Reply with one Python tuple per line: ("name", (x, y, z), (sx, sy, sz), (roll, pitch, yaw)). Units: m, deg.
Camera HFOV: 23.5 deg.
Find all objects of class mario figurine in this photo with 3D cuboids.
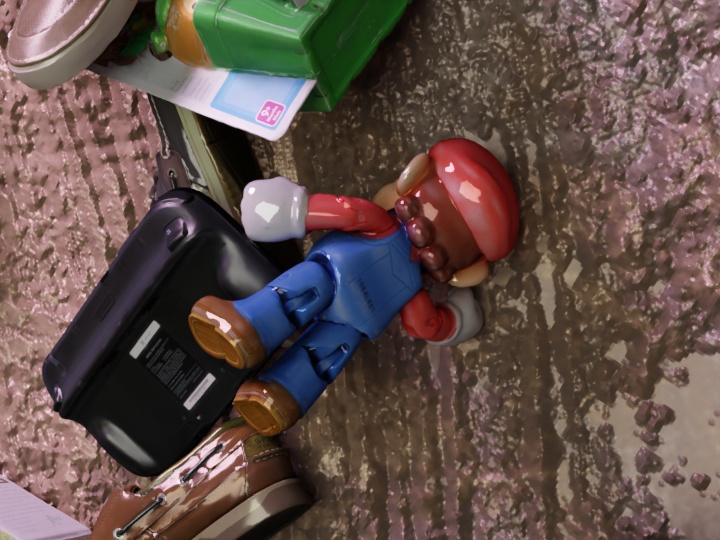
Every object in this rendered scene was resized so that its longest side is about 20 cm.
("mario figurine", (0.000, 0.000, 0.932), (0.200, 0.124, 0.106), (-37, 59, -24))

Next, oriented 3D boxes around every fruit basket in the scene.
("fruit basket", (-0.075, -0.173, 0.963), (0.200, 0.094, 0.185), (25, 66, 25))

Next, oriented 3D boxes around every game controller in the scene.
("game controller", (-0.112, 0.041, 0.996), (0.104, 0.042, 0.200), (38, 130, -4))

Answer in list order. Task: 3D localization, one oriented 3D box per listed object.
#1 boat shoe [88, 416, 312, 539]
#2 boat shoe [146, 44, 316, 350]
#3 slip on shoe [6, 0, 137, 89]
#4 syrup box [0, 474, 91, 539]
("boat shoe", (-0.123, 0.158, 1.024), (0.200, 0.072, 0.068), (-33, 73, 10))
("boat shoe", (-0.092, -0.041, 1.007), (0.066, 0.072, 0.201), (-27, 84, 16))
("slip on shoe", (-0.143, -0.191, 0.937), (0.076, 0.061, 0.200), (9, 64, 42))
("syrup box", (-0.276, 0.152, 1.079), (0.200, 0.081, 0.079), (28, 98, 22))
